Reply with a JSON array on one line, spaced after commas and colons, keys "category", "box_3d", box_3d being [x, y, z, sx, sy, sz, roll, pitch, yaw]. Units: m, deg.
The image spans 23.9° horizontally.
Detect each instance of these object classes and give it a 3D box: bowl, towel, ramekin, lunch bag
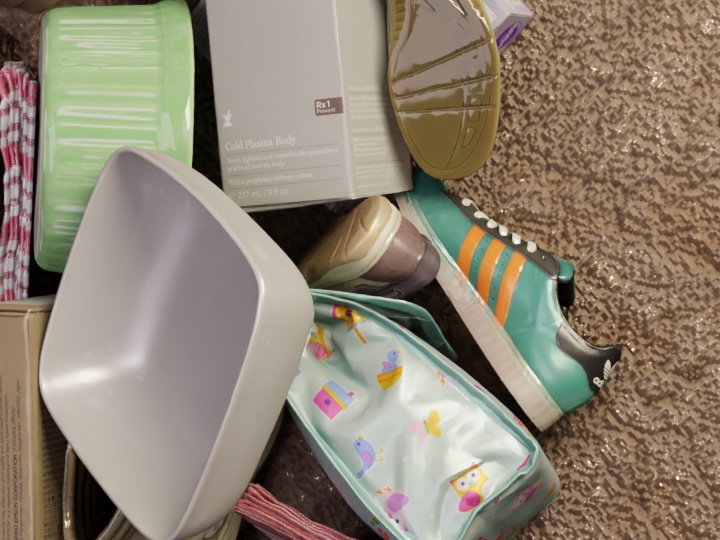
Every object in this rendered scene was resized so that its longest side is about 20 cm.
[{"category": "bowl", "box_3d": [-0.107, 0.041, 1.045, 0.200, 0.074, 0.201, 42, 119, 41]}, {"category": "towel", "box_3d": [0.011, 0.201, 1.120, 0.143, 0.200, 0.023, 22, 76, 26]}, {"category": "ramekin", "box_3d": [-0.174, -0.088, 1.173, 0.097, 0.200, 0.202, 2, 97, -12]}, {"category": "towel", "box_3d": [-0.262, -0.055, 1.275, 0.030, 0.146, 0.202, 2, 98, -12]}, {"category": "lunch bag", "box_3d": [0.024, 0.097, 1.097, 0.122, 0.170, 0.200, -46, 70, -3]}]

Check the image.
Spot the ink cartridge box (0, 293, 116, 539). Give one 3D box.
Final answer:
[{"category": "ink cartridge box", "box_3d": [-0.196, 0.098, 1.210, 0.075, 0.200, 0.166, 1, 95, 30]}]

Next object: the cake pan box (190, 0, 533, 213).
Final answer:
[{"category": "cake pan box", "box_3d": [-0.005, -0.173, 1.167, 0.184, 0.052, 0.200, 48, 114, 14]}]

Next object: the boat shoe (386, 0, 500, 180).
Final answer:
[{"category": "boat shoe", "box_3d": [0.048, -0.160, 1.088, 0.073, 0.063, 0.202, -13, 96, 12]}]

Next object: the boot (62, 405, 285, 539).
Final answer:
[{"category": "boot", "box_3d": [-0.128, 0.109, 1.182, 0.072, 0.154, 0.201, 11, 80, 31]}]

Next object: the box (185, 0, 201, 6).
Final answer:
[{"category": "box", "box_3d": [-0.080, -0.263, 1.183, 0.039, 0.041, 0.200, 48, 124, 5]}]

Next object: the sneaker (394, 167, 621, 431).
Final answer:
[{"category": "sneaker", "box_3d": [0.097, 0.004, 1.123, 0.080, 0.071, 0.201, -35, 71, 6]}]

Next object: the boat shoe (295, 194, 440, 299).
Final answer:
[{"category": "boat shoe", "box_3d": [0.000, 0.000, 1.123, 0.065, 0.200, 0.072, 37, 74, -8]}]

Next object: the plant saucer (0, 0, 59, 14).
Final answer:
[{"category": "plant saucer", "box_3d": [-0.170, -0.242, 1.184, 0.199, 0.200, 0.030, -30, 110, 28]}]

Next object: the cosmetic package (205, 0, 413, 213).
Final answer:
[{"category": "cosmetic package", "box_3d": [-0.036, -0.144, 1.111, 0.106, 0.090, 0.202, -6, 95, 32]}]
